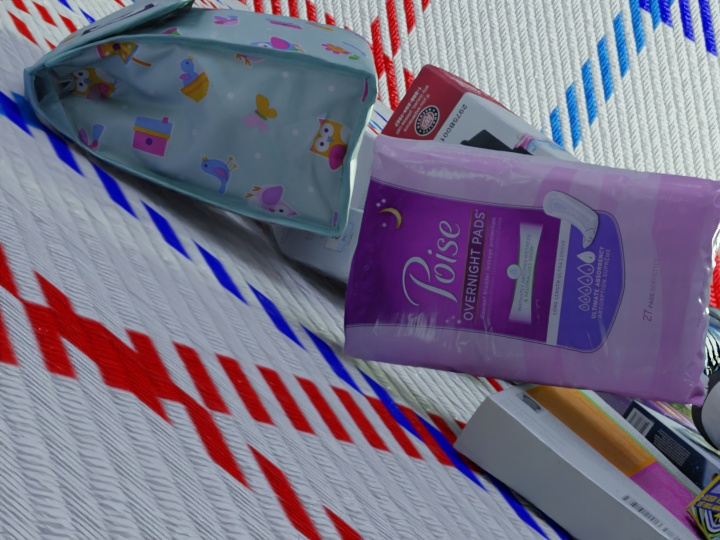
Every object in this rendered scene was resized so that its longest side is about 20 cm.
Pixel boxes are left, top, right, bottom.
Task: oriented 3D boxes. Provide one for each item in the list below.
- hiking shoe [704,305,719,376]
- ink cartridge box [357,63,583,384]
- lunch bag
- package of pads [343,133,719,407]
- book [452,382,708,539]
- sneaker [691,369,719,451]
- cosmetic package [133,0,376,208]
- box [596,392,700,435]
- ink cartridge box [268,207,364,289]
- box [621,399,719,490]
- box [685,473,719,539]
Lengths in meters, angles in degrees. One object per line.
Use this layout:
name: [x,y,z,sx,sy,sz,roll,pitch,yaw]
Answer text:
hiking shoe: [0.222,0.064,1.827,0.200,0.074,0.087,27,33,-46]
ink cartridge box: [0.090,-0.029,1.775,0.200,0.146,0.083,39,9,40]
lunch bag: [-0.095,-0.104,1.522,0.199,0.123,0.170,13,12,-3]
package of pads: [0.094,-0.001,1.373,0.199,0.121,0.076,8,4,9]
book: [0.132,0.114,1.377,0.133,0.048,0.200,38,8,12]
sneaker: [0.315,0.135,1.687,0.201,0.067,0.108,35,1,-19]
cosmetic package: [-0.086,-0.109,1.779,0.102,0.074,0.200,27,4,-46]
box: [0.200,0.097,1.872,0.137,0.039,0.200,28,8,-38]
ink cartridge box: [0.000,0.000,1.652,0.160,0.047,0.200,29,-9,-36]
box: [0.267,0.168,1.687,0.136,0.038,0.200,29,8,-43]
box: [0.266,0.174,1.365,0.200,0.064,0.070,40,8,-25]
